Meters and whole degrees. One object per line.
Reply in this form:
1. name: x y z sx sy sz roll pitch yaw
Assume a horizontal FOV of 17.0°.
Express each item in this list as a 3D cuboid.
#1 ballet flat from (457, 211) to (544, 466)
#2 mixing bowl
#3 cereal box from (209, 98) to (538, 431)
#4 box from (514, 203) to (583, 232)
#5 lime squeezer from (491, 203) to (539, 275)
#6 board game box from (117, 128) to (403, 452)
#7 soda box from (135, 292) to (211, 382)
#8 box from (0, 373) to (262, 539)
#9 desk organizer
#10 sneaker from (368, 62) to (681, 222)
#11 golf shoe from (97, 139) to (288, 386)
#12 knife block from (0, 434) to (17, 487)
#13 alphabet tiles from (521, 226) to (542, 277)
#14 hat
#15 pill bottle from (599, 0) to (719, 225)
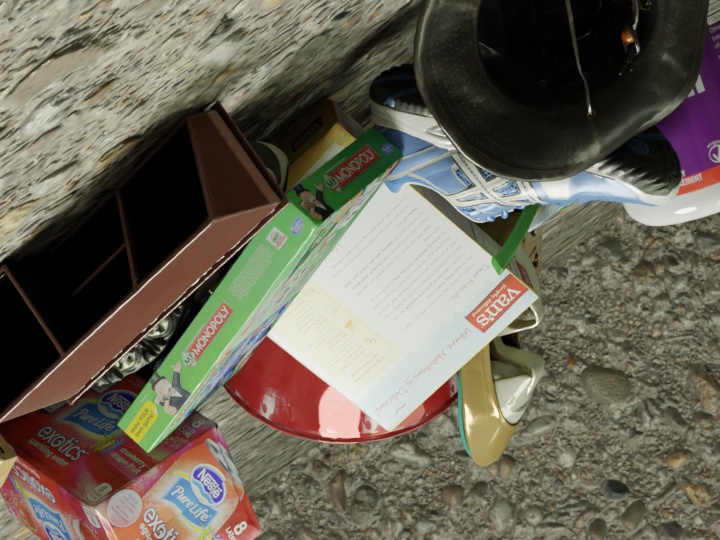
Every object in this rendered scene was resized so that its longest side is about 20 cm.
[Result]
1. ballet flat: 0.096 0.049 1.662 0.063 0.202 0.069 4 -152 25
2. mixing bowl: -0.011 0.012 1.696 0.200 0.200 0.109 -33 146 -27
3. cereal box: 0.000 0.000 1.573 0.144 0.200 0.040 -42 -150 15
4. box: 0.204 -0.108 1.663 0.200 0.040 0.137 -38 173 32
5. lime squeezer: 0.156 -0.062 1.575 0.199 0.071 0.038 -20 139 -25
6. board game box: -0.060 0.011 1.460 0.200 0.029 0.135 -52 174 30
7. soda box: -0.140 0.046 1.636 0.063 0.071 0.200 -38 172 -14
8. box: -0.164 0.132 1.572 0.099 0.096 0.200 -34 -149 -22
9. desk organizer: -0.141 -0.002 1.344 0.200 0.072 0.077 -41 169 27
10. sneaker: 0.100 -0.070 1.475 0.076 0.199 0.078 -49 149 -53
11. golf shoe: -0.115 -0.002 1.453 0.200 0.077 0.088 -40 177 19
12. knife block: -0.320 0.166 1.548 0.175 0.064 0.200 -34 172 -27
13. alphabet tiles: 0.116 -0.079 1.766 0.167 0.007 0.202 -30 126 -60
14. hat: 0.105 -0.154 1.402 0.200 0.201 0.081 -35 -151 -13
15. pill bottle: 0.189 -0.137 1.508 0.112 0.201 0.113 -21 -169 4
